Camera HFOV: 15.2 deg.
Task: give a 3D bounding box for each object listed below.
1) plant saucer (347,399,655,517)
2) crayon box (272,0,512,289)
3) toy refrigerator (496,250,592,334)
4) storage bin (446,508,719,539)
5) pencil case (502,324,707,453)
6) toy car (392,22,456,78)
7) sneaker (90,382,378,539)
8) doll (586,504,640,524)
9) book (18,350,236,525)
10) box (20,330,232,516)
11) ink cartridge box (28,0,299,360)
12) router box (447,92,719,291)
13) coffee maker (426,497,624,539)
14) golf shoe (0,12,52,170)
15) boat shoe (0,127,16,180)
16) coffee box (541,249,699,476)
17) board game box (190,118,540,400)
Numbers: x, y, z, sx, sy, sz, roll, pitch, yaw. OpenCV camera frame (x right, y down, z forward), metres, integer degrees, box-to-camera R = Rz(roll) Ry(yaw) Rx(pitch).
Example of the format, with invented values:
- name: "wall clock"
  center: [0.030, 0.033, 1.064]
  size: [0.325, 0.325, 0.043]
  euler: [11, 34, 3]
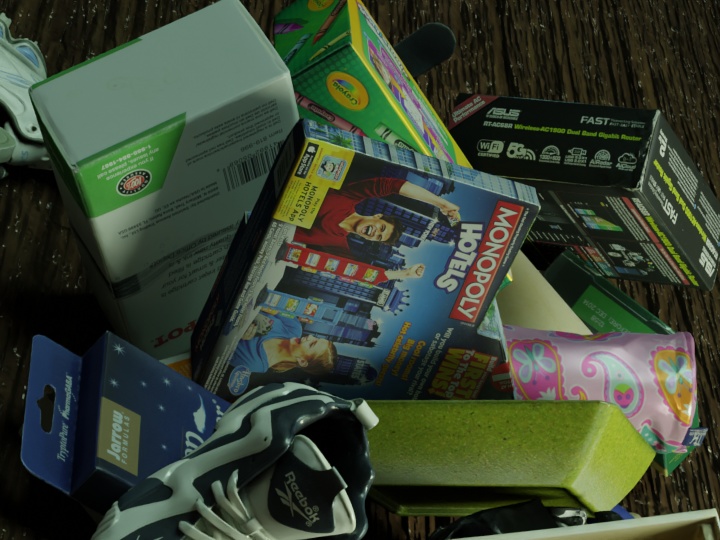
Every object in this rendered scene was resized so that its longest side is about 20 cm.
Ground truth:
- name: "plant saucer"
  center: [0.074, 0.122, 1.687]
  size: [0.200, 0.198, 0.048]
  euler: [44, 47, -71]
- name: "crayon box"
  center: [0.020, -0.079, 1.737]
  size: [0.200, 0.058, 0.119]
  euler: [55, 12, -23]
- name: "toy refrigerator"
  center: [0.111, 0.052, 1.894]
  size: [0.200, 0.070, 0.076]
  euler: [49, -18, -12]
- name: "storage bin"
  center: [0.112, 0.249, 1.460]
  size: [0.198, 0.094, 0.200]
  euler: [-5, 57, -10]
- name: "pencil case"
  center: [0.123, 0.076, 1.762]
  size: [0.198, 0.088, 0.088]
  euler: [5, 30, -7]
- name: "toy car"
  center: [-0.023, -0.134, 1.987]
  size: [0.164, 0.200, 0.158]
  euler: [40, 24, 6]
- name: "sneaker"
  center: [-0.062, 0.134, 1.440]
  size: [0.199, 0.129, 0.080]
  euler: [-40, 103, -29]
- name: "doll"
  center: [0.120, 0.129, 1.844]
  size: [0.200, 0.049, 0.136]
  euler: [40, -7, -17]
- name: "book"
  center: [-0.098, 0.117, 1.623]
  size: [0.134, 0.048, 0.200]
  euler: [48, 26, 17]
- name: "box"
  center: [-0.103, 0.112, 1.550]
  size: [0.199, 0.032, 0.122]
  euler: [31, 31, -23]
- name: "ink cartridge box"
  center: [-0.108, -0.050, 1.672]
  size: [0.083, 0.146, 0.201]
  euler: [55, -16, 38]
- name: "router box"
  center: [0.159, -0.054, 1.887]
  size: [0.149, 0.063, 0.200]
  euler: [8, -17, 25]
- name: "coffee maker"
  center: [0.109, 0.252, 1.602]
  size: [0.191, 0.135, 0.200]
  euler: [-16, 52, -32]
- name: "golf shoe"
  center: [-0.208, -0.088, 1.827]
  size: [0.199, 0.078, 0.098]
  euler: [29, 41, -7]
- name: "boat shoe"
  center: [-0.288, -0.059, 1.644]
  size: [0.072, 0.061, 0.201]
  euler: [35, 20, 25]
- name: "coffee box"
  center: [0.189, 0.071, 1.975]
  size: [0.123, 0.044, 0.200]
  euler: [39, -13, 20]
- name: "board game box"
  center: [0.022, 0.009, 1.628]
  size: [0.199, 0.201, 0.062]
  euler: [16, 34, -16]
